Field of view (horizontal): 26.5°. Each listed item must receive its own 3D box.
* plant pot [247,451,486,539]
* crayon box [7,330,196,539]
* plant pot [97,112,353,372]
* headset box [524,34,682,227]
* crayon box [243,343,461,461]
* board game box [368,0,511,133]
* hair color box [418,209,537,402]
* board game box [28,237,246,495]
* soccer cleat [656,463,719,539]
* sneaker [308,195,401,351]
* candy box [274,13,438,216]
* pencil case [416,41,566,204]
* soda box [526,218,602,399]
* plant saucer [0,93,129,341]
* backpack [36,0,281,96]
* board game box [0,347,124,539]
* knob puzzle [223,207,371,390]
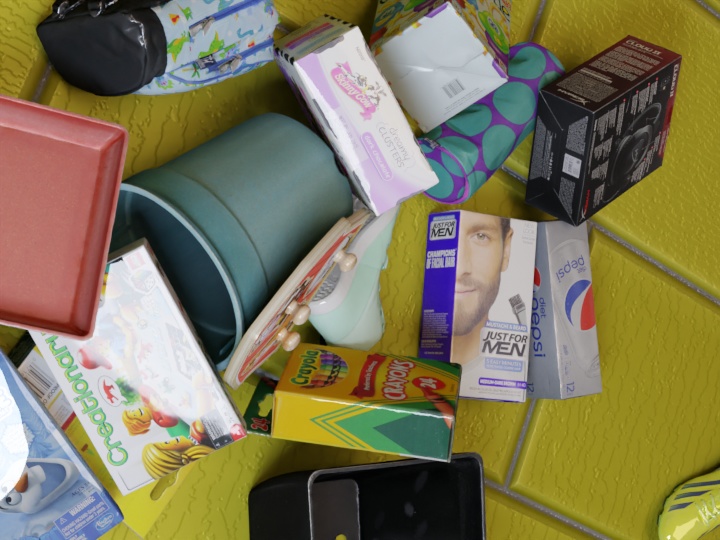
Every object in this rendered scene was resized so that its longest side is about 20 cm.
[{"bbox_3d":[-0.007,0.281,1.489,0.199,0.177,0.200,-2,88,-33],"label":"plant pot"},{"bbox_3d":[-0.245,0.140,1.412,0.200,0.051,0.127,46,65,-23],"label":"crayon box"},{"bbox_3d":[-0.122,-0.039,1.429,0.196,0.200,0.200,-38,109,-37],"label":"plant pot"},{"bbox_3d":[0.277,-0.162,1.705,0.200,0.077,0.149,-35,141,-39],"label":"headset box"},{"bbox_3d":[-0.007,0.122,1.460,0.200,0.127,0.051,7,110,4],"label":"crayon box"},{"bbox_3d":[0.083,-0.247,1.555,0.103,0.105,0.200,49,25,-21],"label":"board game box"},{"bbox_3d":[0.127,0.040,1.656,0.109,0.065,0.200,7,82,-33],"label":"hair color box"},{"bbox_3d":[-0.201,0.087,1.358,0.126,0.035,0.200,-27,105,2],"label":"board game box"},{"bbox_3d":[0.438,0.275,1.839,0.200,0.084,0.065,-29,104,-31],"label":"soccer cleat"},{"bbox_3d":[0.000,0.000,1.580,0.200,0.074,0.118,-62,144,-35],"label":"sneaker"},{"bbox_3d":[-0.010,-0.156,1.486,0.072,0.200,0.168,-29,105,-3],"label":"candy box"},{"bbox_3d":[0.137,-0.163,1.658,0.092,0.085,0.200,34,60,21],"label":"pencil case"},{"bbox_3d":[0.219,0.043,1.714,0.063,0.068,0.200,-6,91,-34],"label":"soda box"},{"bbox_3d":[-0.311,-0.050,1.291,0.200,0.037,0.200,13,70,-18],"label":"plant saucer"},{"bbox_3d":[-0.169,-0.231,1.428,0.200,0.163,0.154,-46,121,-33],"label":"backpack"},{"bbox_3d":[-0.342,0.194,1.315,0.200,0.043,0.199,-36,107,-9],"label":"board game box"},{"bbox_3d":[-0.059,0.038,1.378,0.030,0.220,0.220,37,66,5],"label":"knob puzzle"}]
